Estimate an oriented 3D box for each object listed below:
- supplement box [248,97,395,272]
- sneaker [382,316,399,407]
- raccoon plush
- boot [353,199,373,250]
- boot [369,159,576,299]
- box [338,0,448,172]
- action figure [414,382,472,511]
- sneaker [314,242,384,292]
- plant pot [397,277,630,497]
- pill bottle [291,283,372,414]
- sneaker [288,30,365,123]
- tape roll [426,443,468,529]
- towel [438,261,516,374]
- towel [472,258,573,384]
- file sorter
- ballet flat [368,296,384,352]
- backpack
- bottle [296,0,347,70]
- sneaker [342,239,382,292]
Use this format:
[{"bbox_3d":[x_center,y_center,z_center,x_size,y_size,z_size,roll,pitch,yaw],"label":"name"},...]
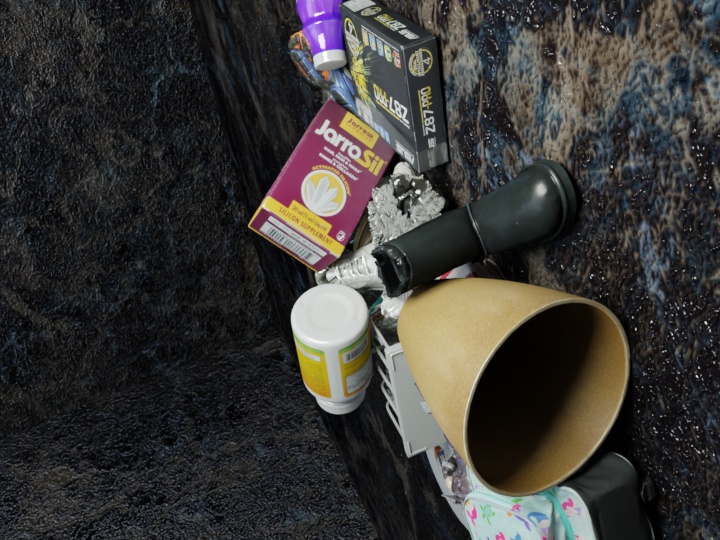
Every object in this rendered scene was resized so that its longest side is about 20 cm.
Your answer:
[{"bbox_3d":[-0.053,-0.120,0.986,0.130,0.202,0.103,32,158,-11],"label":"supplement box"},{"bbox_3d":[0.086,0.127,1.166,0.099,0.069,0.203,-15,-71,-63],"label":"sneaker"},{"bbox_3d":[0.041,-0.045,0.890,0.134,0.096,0.202,169,122,-86],"label":"raccoon plush"},{"bbox_3d":[0.063,-0.016,1.008,0.201,0.065,0.177,56,147,42],"label":"boot"},{"bbox_3d":[0.101,-0.035,0.675,0.198,0.161,0.074,147,101,-76],"label":"boot"},{"bbox_3d":[0.040,-0.240,0.860,0.200,0.049,0.163,-126,17,-48],"label":"box"},{"bbox_3d":[0.138,0.230,0.885,0.130,0.069,0.203,-25,76,53],"label":"action figure"},{"bbox_3d":[0.000,0.000,0.990,0.199,0.080,0.076,-24,76,60],"label":"sneaker"},{"bbox_3d":[0.122,0.084,0.672,0.200,0.185,0.189,33,143,57],"label":"plant pot"},{"bbox_3d":[-0.038,0.125,1.016,0.201,0.110,0.112,85,159,-47],"label":"pill bottle"},{"bbox_3d":[-0.021,-0.276,1.014,0.075,0.078,0.201,6,134,55],"label":"sneaker"},{"bbox_3d":[0.173,0.324,1.127,0.200,0.065,0.203,158,90,-76],"label":"tape roll"},{"bbox_3d":[0.115,0.061,0.837,0.145,0.022,0.202,-57,43,47],"label":"towel"},{"bbox_3d":[0.191,0.112,0.819,0.201,0.032,0.193,-124,20,-44],"label":"towel"},{"bbox_3d":[0.097,0.143,1.014,0.125,0.137,0.202,-125,20,-55],"label":"file sorter"},{"bbox_3d":[0.026,0.099,1.175,0.069,0.200,0.071,-38,90,38],"label":"ballet flat"},{"bbox_3d":[0.197,0.264,0.727,0.200,0.149,0.180,12,124,66],"label":"backpack"},{"bbox_3d":[-0.056,-0.380,0.929,0.083,0.064,0.203,173,87,-75],"label":"bottle"},{"bbox_3d":[-0.010,-0.026,1.193,0.200,0.077,0.088,41,-127,-64],"label":"sneaker"}]
